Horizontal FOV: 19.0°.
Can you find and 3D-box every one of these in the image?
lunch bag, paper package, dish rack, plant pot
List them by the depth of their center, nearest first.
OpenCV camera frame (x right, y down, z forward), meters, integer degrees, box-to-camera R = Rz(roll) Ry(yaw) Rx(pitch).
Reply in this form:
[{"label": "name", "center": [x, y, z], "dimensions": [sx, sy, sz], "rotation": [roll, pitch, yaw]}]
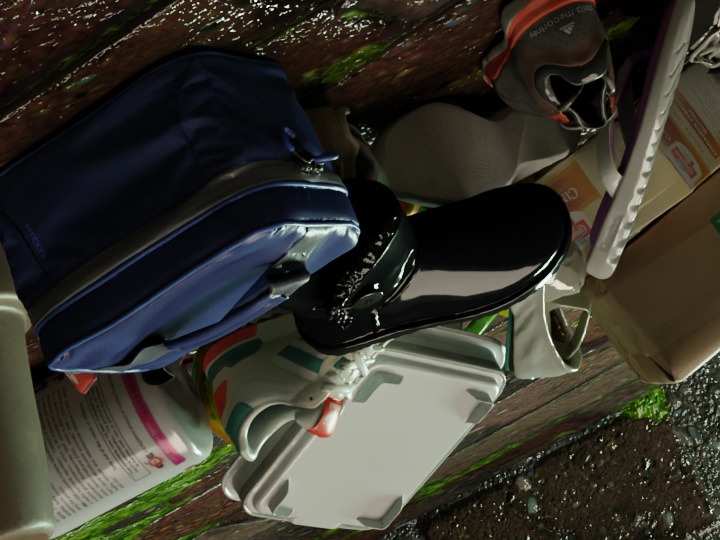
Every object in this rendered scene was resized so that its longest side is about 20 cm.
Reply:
[{"label": "lunch bag", "center": [-0.097, -0.025, 1.211], "dimensions": [0.199, 0.133, 0.136], "rotation": [-31, 166, 25]}, {"label": "plant pot", "center": [-0.265, 0.099, 1.292], "dimensions": [0.199, 0.176, 0.200], "rotation": [-24, 166, -6]}, {"label": "dish rack", "center": [0.010, 0.123, 1.590], "dimensions": [0.171, 0.044, 0.200], "rotation": [12, 127, -42]}, {"label": "paper package", "center": [0.268, -0.013, 1.596], "dimensions": [0.200, 0.104, 0.191], "rotation": [-39, 177, 0]}]

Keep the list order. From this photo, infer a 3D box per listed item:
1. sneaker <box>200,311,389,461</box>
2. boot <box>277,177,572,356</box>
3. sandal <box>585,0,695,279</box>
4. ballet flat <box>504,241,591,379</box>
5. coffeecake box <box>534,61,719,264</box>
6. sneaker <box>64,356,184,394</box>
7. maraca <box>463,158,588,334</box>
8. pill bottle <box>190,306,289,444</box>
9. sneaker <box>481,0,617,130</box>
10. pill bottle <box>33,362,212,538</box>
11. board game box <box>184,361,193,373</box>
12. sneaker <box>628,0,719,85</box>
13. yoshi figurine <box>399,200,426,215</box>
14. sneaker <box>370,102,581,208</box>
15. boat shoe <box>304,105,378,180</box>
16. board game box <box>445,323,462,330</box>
[{"label": "sneaker", "center": [-0.014, 0.062, 1.459], "dimensions": [0.199, 0.094, 0.070], "rotation": [-27, 149, 18]}, {"label": "boot", "center": [0.033, -0.014, 1.335], "dimensions": [0.198, 0.077, 0.168], "rotation": [-21, 164, 4]}, {"label": "sandal", "center": [0.173, -0.088, 1.418], "dimensions": [0.083, 0.049, 0.204], "rotation": [-59, 164, -67]}, {"label": "ballet flat", "center": [0.131, 0.011, 1.524], "dimensions": [0.069, 0.070, 0.201], "rotation": [-23, 145, -9]}, {"label": "coffeecake box", "center": [0.219, -0.090, 1.580], "dimensions": [0.200, 0.073, 0.153], "rotation": [-37, 179, -45]}, {"label": "sneaker", "center": [-0.125, 0.029, 1.483], "dimensions": [0.199, 0.085, 0.075], "rotation": [-20, 166, -25]}, {"label": "maraca", "center": [0.137, -0.009, 1.722], "dimensions": [0.200, 0.107, 0.137], "rotation": [-50, 173, -19]}, {"label": "pill bottle", "center": [-0.075, 0.087, 1.712], "dimensions": [0.110, 0.112, 0.200], "rotation": [-22, -178, -14]}, {"label": "sneaker", "center": [0.127, -0.119, 1.380], "dimensions": [0.077, 0.082, 0.200], "rotation": [-25, 168, 1]}, {"label": "pill bottle", "center": [-0.224, 0.136, 1.654], "dimensions": [0.199, 0.114, 0.113], "rotation": [-28, 167, 9]}, {"label": "board game box", "center": [-0.138, 0.096, 1.879], "dimensions": [0.199, 0.020, 0.103], "rotation": [-19, 167, -26]}, {"label": "sneaker", "center": [0.270, -0.161, 1.486], "dimensions": [0.199, 0.089, 0.074], "rotation": [-13, 164, -41]}, {"label": "yoshi figurine", "center": [0.015, 0.000, 1.598], "dimensions": [0.112, 0.113, 0.200], "rotation": [-29, 172, -14]}, {"label": "sneaker", "center": [0.066, -0.072, 1.487], "dimensions": [0.199, 0.076, 0.088], "rotation": [-15, 169, -46]}, {"label": "boat shoe", "center": [-0.019, -0.053, 1.380], "dimensions": [0.068, 0.075, 0.200], "rotation": [-21, 167, 5]}, {"label": "board game box", "center": [0.030, 0.061, 1.718], "dimensions": [0.126, 0.035, 0.200], "rotation": [-47, -163, 23]}]
